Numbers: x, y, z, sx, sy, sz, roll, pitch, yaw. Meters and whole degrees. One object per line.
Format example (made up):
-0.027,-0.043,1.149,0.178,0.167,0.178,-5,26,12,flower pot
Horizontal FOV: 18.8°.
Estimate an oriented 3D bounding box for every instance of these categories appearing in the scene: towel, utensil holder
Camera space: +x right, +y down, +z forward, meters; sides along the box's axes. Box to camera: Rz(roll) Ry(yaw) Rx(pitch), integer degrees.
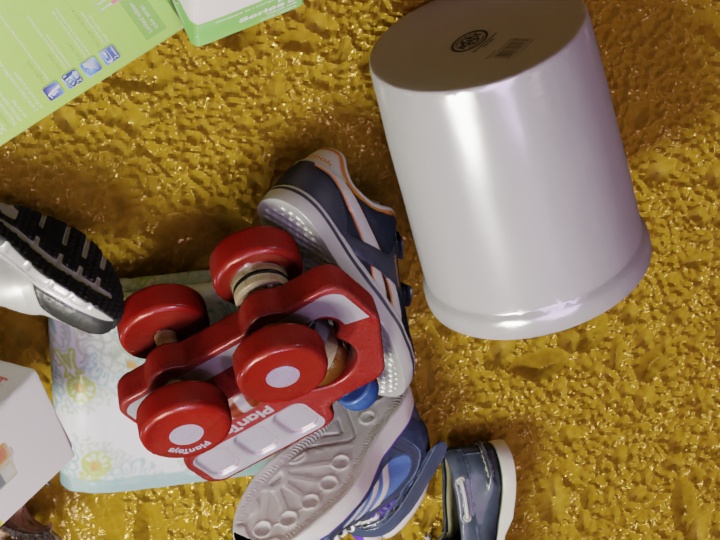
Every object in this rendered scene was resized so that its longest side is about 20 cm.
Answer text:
-0.132,0.080,1.640,0.199,0.048,0.172,-6,118,-13,towel
0.104,-0.081,1.544,0.169,0.170,0.200,-20,120,-4,utensil holder

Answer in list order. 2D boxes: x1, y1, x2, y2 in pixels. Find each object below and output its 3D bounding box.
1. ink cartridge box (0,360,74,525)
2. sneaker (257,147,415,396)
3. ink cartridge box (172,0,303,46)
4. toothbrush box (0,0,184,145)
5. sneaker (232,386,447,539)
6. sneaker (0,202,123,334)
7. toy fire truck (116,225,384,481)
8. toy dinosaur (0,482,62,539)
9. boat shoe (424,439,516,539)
-0.322,0.144,1.514,0.200,0.145,0.084,-44,131,-35,ink cartridge box
0.000,0.000,1.597,0.079,0.078,0.200,-53,132,-34,sneaker
-0.094,-0.246,1.340,0.084,0.200,0.146,-22,79,-9,ink cartridge box
-0.240,-0.178,1.434,0.200,0.086,0.146,-33,123,4,toothbrush box
-0.013,0.186,1.671,0.200,0.080,0.147,-49,144,-32,sneaker
-0.260,-0.006,1.530,0.200,0.074,0.080,29,118,-7,sneaker
-0.070,0.071,1.561,0.200,0.112,0.168,-30,142,16,toy fire truck
-0.267,0.250,1.682,0.135,0.086,0.200,-29,129,-6,toy dinosaur
0.085,0.231,1.772,0.062,0.075,0.201,-3,119,-16,boat shoe
